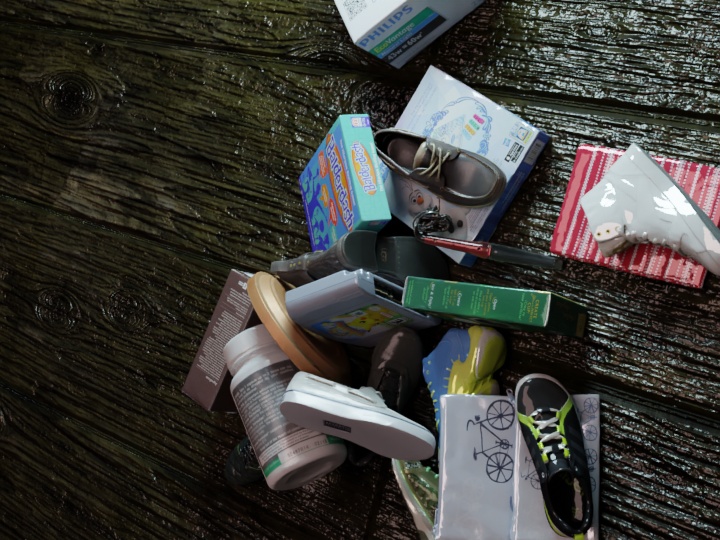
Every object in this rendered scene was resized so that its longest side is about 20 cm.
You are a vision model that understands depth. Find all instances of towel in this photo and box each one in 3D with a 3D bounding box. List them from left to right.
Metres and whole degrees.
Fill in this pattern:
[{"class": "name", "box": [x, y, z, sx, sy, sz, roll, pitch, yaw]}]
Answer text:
[{"class": "towel", "box": [0.333, -0.068, 1.213, 0.199, 0.022, 0.145, 16, 90, 34]}]

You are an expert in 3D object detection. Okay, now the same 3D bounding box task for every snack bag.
[{"class": "snack bag", "box": [0.187, 0.238, 1.215, 0.199, 0.021, 0.190, 2, 84, 8]}]

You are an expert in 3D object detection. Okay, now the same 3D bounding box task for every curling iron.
[{"class": "curling iron", "box": [0.159, -0.034, 1.282, 0.199, 0.026, 0.050, 19, 124, 11]}]

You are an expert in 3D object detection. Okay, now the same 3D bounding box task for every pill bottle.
[{"class": "pill bottle", "box": [-0.104, 0.177, 1.335, 0.113, 0.113, 0.201, -37, 65, 25]}]

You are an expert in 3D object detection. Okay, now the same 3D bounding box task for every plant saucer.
[{"class": "plant saucer", "box": [-0.076, 0.080, 1.367, 0.032, 0.200, 0.201, -40, 62, 9]}]

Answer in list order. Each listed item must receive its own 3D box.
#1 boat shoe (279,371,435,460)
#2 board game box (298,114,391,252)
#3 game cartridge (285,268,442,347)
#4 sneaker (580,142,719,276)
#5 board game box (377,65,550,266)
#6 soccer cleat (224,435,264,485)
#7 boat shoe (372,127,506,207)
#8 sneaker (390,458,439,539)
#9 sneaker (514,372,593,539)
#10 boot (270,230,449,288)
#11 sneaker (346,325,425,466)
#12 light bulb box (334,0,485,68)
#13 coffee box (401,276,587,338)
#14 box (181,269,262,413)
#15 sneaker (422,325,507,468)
[{"class": "boat shoe", "box": [0.001, 0.177, 1.255, 0.199, 0.072, 0.066, 14, 50, 10]}, {"class": "board game box", "box": [-0.026, -0.101, 1.390, 0.200, 0.045, 0.153, 134, 128, -61]}, {"class": "game cartridge", "box": [0.001, 0.054, 1.315, 0.133, 0.200, 0.041, -17, 65, 33]}, {"class": "sneaker", "box": [0.335, -0.041, 1.156, 0.116, 0.074, 0.200, -46, 51, 18]}, {"class": "board game box", "box": [0.122, -0.142, 1.357, 0.199, 0.043, 0.201, 39, 105, 31]}, {"class": "soccer cleat", "box": [-0.136, 0.247, 1.450, 0.200, 0.081, 0.068, -37, 63, 24]}, {"class": "boat shoe", "box": [0.093, -0.133, 1.304, 0.199, 0.073, 0.075, 22, 97, 35]}, {"class": "sneaker", "box": [0.101, 0.292, 1.304, 0.088, 0.077, 0.201, -23, 65, -3]}, {"class": "sneaker", "box": [0.232, 0.213, 1.160, 0.071, 0.083, 0.201, -16, 82, 2]}, {"class": "boot", "box": [0.000, 0.000, 1.364, 0.174, 0.199, 0.070, -21, 57, 54]}, {"class": "sneaker", "box": [0.034, 0.170, 1.325, 0.076, 0.091, 0.201, 18, 104, 2]}, {"class": "light bulb box", "box": [0.059, -0.427, 1.397, 0.198, 0.125, 0.201, -33, 66, 25]}, {"class": "coffee box", "box": [0.167, 0.045, 1.251, 0.199, 0.123, 0.044, 6, 83, 37]}, {"class": "box", "box": [-0.173, 0.106, 1.489, 0.075, 0.100, 0.201, 27, 97, 36]}, {"class": "sneaker", "box": [0.123, 0.165, 1.301, 0.105, 0.076, 0.201, 15, 86, 50]}]
